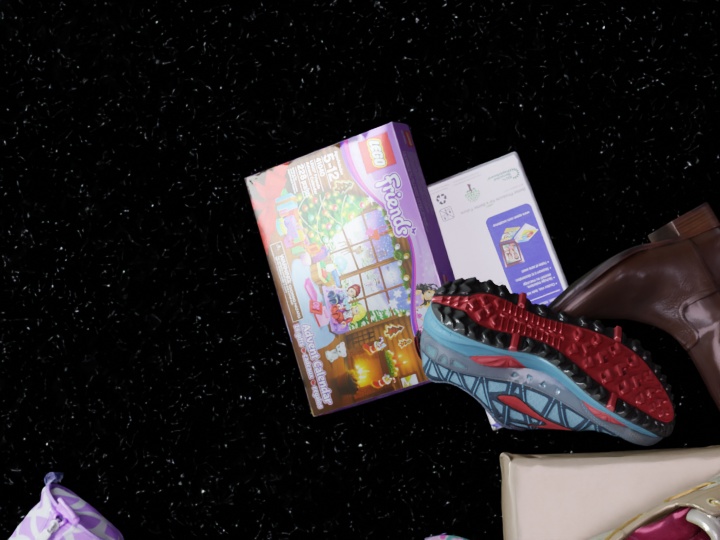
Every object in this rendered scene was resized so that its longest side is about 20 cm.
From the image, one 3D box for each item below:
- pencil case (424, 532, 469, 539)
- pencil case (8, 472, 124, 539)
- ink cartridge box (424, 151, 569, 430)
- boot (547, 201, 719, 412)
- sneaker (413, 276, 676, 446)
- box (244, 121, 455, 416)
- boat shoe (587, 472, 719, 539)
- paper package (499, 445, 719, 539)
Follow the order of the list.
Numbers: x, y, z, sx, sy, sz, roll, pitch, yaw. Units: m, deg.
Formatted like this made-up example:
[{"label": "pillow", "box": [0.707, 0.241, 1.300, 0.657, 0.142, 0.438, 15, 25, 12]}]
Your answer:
[{"label": "pencil case", "box": [0.064, 0.246, 1.262, 0.087, 0.200, 0.088, 0, 90, 7]}, {"label": "pencil case", "box": [-0.270, 0.263, 1.352, 0.084, 0.085, 0.200, 36, 91, 9]}, {"label": "ink cartridge box", "box": [0.114, 0.017, 1.355, 0.099, 0.039, 0.201, -20, 82, 4]}, {"label": "boot", "box": [0.251, 0.071, 1.306, 0.186, 0.064, 0.200, -29, 86, -17]}, {"label": "sneaker", "box": [0.135, 0.079, 1.266, 0.199, 0.096, 0.079, 27, 46, 2]}, {"label": "box", "box": [0.000, 0.000, 1.348, 0.136, 0.039, 0.201, -19, 84, 22]}, {"label": "boat shoe", "box": [0.238, 0.183, 1.173, 0.199, 0.069, 0.074, -26, 83, 1]}, {"label": "paper package", "box": [0.202, 0.229, 1.258, 0.190, 0.103, 0.201, -4, 84, 6]}]
